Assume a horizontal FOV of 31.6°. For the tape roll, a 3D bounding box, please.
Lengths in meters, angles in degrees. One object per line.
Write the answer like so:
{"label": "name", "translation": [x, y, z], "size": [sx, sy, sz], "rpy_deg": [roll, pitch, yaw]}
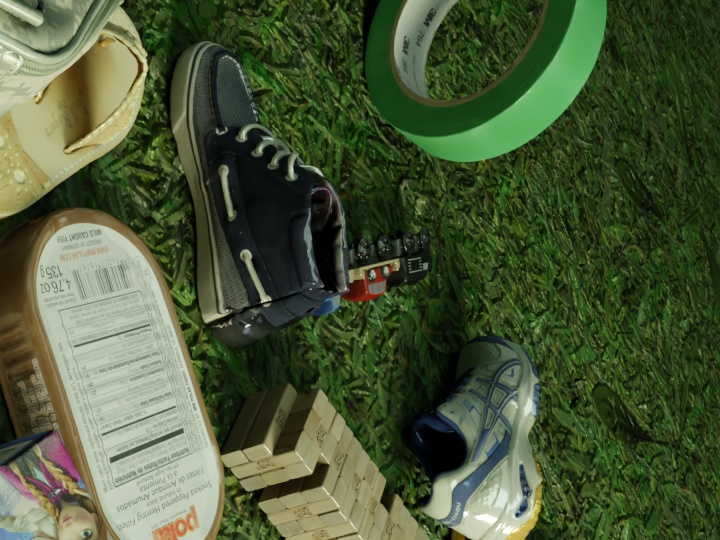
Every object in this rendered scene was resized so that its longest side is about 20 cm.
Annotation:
{"label": "tape roll", "translation": [0.095, -0.187, 0.999], "size": [0.048, 0.199, 0.203], "rpy_deg": [28, 50, -46]}

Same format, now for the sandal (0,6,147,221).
{"label": "sandal", "translation": [-0.147, -0.098, 0.694], "size": [0.078, 0.069, 0.213], "rpy_deg": [57, 34, -21]}

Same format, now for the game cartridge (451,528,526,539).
{"label": "game cartridge", "translation": [0.129, 0.295, 0.953], "size": [0.200, 0.032, 0.178], "rpy_deg": [40, 43, -39]}

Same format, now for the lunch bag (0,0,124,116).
{"label": "lunch bag", "translation": [-0.194, -0.113, 0.511], "size": [0.139, 0.198, 0.170], "rpy_deg": [31, 45, -42]}

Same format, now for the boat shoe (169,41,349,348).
{"label": "boat shoe", "translation": [-0.058, -0.060, 0.792], "size": [0.074, 0.092, 0.203], "rpy_deg": [10, 65, -55]}

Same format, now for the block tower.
{"label": "block tower", "translation": [-0.005, 0.163, 0.792], "size": [0.201, 0.053, 0.058], "rpy_deg": [55, 35, -24]}

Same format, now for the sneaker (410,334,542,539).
{"label": "sneaker", "translation": [0.081, 0.109, 0.939], "size": [0.087, 0.076, 0.201], "rpy_deg": [23, 33, -15]}

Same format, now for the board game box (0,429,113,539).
{"label": "board game box", "translation": [-0.157, 0.203, 0.537], "size": [0.200, 0.043, 0.201], "rpy_deg": [-40, 109, -56]}

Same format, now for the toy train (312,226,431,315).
{"label": "toy train", "translation": [0.000, 0.000, 0.912], "size": [0.199, 0.034, 0.047], "rpy_deg": [-13, 97, -60]}

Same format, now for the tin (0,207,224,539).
{"label": "tin", "translation": [-0.131, 0.065, 0.664], "size": [0.111, 0.041, 0.203], "rpy_deg": [-16, 88, -55]}
